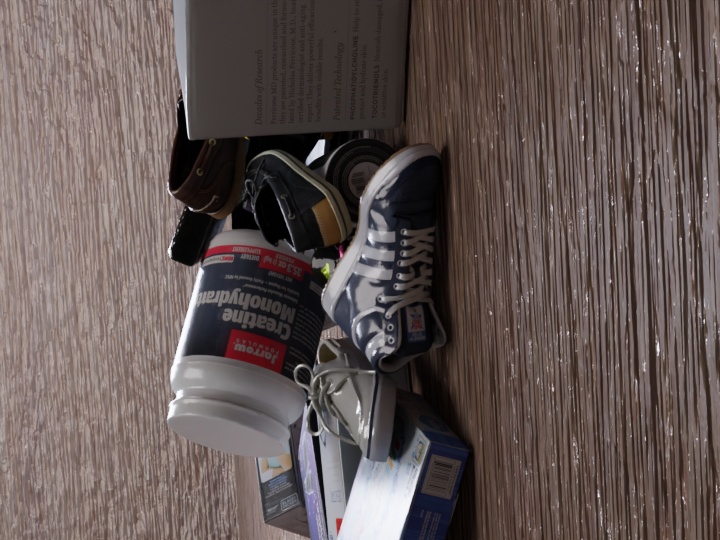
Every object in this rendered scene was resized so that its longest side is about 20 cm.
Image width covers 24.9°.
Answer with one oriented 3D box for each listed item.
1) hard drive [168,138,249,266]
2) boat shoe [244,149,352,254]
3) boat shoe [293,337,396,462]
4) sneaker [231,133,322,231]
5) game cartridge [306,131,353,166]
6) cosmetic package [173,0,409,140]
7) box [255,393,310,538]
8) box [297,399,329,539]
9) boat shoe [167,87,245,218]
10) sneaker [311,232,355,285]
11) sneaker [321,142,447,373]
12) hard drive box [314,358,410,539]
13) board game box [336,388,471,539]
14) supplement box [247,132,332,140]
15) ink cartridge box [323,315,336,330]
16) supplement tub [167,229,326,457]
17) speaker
[{"bbox_3d":[-0.158,-0.079,1.741,0.200,0.033,0.141,-81,11,-87],"label":"hard drive"},{"bbox_3d":[-0.073,-0.062,1.510,0.200,0.062,0.075,34,147,61],"label":"boat shoe"},{"bbox_3d":[-0.017,0.106,1.444,0.202,0.085,0.075,-102,20,-67],"label":"boat shoe"},{"bbox_3d":[-0.084,-0.102,1.630,0.201,0.075,0.088,112,171,-52],"label":"sneaker"},{"bbox_3d":[-0.036,-0.170,1.832,0.201,0.041,0.134,96,170,-47],"label":"game cartridge"},{"bbox_3d":[-0.069,-0.236,1.498,0.168,0.198,0.168,-106,15,-53],"label":"cosmetic package"},{"bbox_3d":[-0.071,0.214,1.966,0.116,0.060,0.202,26,-136,-47],"label":"box"},{"bbox_3d":[-0.017,0.259,1.797,0.142,0.078,0.202,95,166,-57],"label":"box"},{"bbox_3d":[-0.146,-0.154,1.598,0.070,0.070,0.202,-20,58,43],"label":"boat shoe"},{"bbox_3d":[0.000,0.000,1.533,0.200,0.086,0.075,-147,53,-78],"label":"sneaker"},{"bbox_3d":[0.039,-0.003,1.369,0.109,0.070,0.201,55,136,33],"label":"sneaker"},{"bbox_3d":[0.006,0.180,1.620,0.156,0.076,0.202,131,133,-78],"label":"hard drive box"},{"bbox_3d":[0.028,0.221,1.424,0.199,0.043,0.202,-139,64,-75],"label":"board game box"},{"bbox_3d":[-0.088,-0.201,1.768,0.200,0.085,0.112,-138,44,-76],"label":"supplement box"},{"bbox_3d":[-0.081,-0.014,1.892,0.200,0.083,0.146,103,145,-72],"label":"ink cartridge box"},{"bbox_3d":[-0.112,0.073,1.650,0.141,0.139,0.202,111,172,-69],"label":"supplement tub"},{"bbox_3d":[-0.010,-0.080,1.584,0.200,0.080,0.082,-179,84,-81],"label":"speaker"}]
